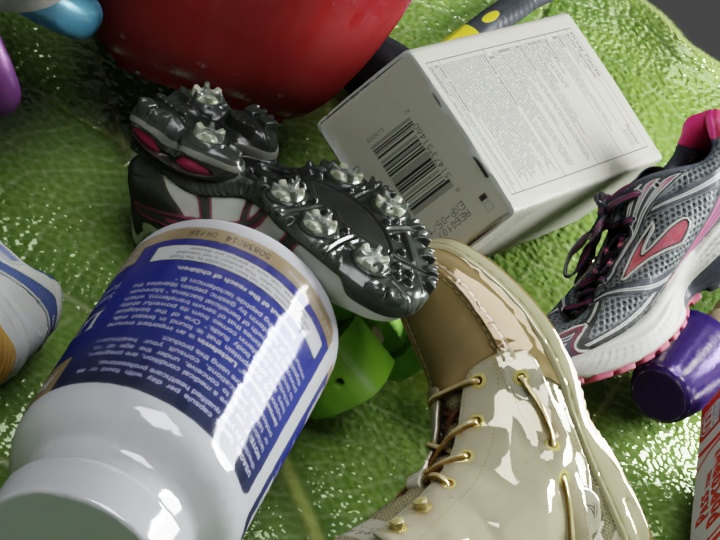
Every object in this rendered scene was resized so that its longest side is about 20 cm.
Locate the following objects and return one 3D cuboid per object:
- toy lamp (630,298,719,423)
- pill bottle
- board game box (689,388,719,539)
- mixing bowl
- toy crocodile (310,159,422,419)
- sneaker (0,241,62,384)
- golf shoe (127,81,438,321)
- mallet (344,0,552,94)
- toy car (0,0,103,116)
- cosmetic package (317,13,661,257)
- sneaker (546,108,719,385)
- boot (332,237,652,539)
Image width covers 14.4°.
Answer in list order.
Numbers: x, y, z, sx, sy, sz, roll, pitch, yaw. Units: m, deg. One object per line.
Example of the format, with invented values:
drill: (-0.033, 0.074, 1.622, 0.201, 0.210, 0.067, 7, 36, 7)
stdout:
toy lamp: (0.205, 0.022, 1.569, 0.058, 0.058, 0.200, 36, 39, 11)
pill bottle: (-0.093, 0.075, 1.313, 0.115, 0.116, 0.200, 27, 40, 2)
board game box: (0.265, 0.151, 1.452, 0.199, 0.046, 0.152, 26, 41, -11)
mixing bowl: (-0.069, -0.145, 1.527, 0.199, 0.109, 0.200, 18, 3, -1)
toy crocodile: (0.000, 0.000, 1.485, 0.068, 0.062, 0.201, 44, 31, -29)
sneaker: (-0.233, -0.018, 1.383, 0.200, 0.075, 0.088, 42, 31, 7)
golf shoe: (-0.040, -0.017, 1.425, 0.077, 0.089, 0.200, -13, 37, -44)
mallet: (0.068, -0.129, 1.669, 0.066, 0.041, 0.200, 42, 40, 19)
toy car: (-0.216, -0.144, 1.444, 0.199, 0.151, 0.175, -17, 25, -13)
cosmetic package: (0.072, -0.069, 1.520, 0.104, 0.073, 0.200, 57, 28, 8)
sneaker: (0.142, -0.005, 1.508, 0.200, 0.080, 0.075, -41, 108, -28)
boot: (0.039, 0.093, 1.375, 0.155, 0.073, 0.201, -25, 85, -39)
